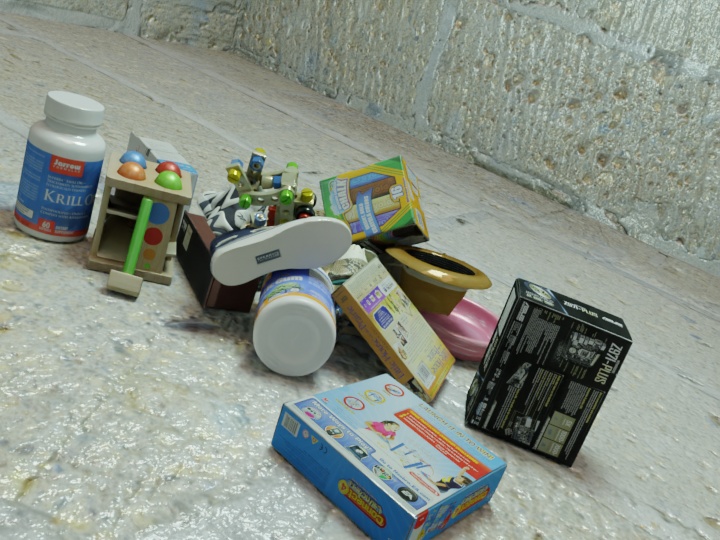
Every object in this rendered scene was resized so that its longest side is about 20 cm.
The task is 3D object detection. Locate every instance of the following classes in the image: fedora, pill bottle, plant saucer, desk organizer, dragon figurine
[{"bbox_3d":[0.121,0.020,1.244,0.196,0.084,0.201,15,12,-3],"label":"fedora"},{"bbox_3d":[-0.444,-0.156,1.115,0.110,0.204,0.113,17,19,-6],"label":"pill bottle"},{"bbox_3d":[-0.090,0.052,1.051,0.110,0.114,0.201,16,19,-10],"label":"pill bottle"},{"bbox_3d":[0.163,0.096,1.287,0.196,0.052,0.201,18,20,-7],"label":"plant saucer"},{"bbox_3d":[-0.225,-0.016,1.163,0.076,0.073,0.200,10,22,-32],"label":"desk organizer"},{"bbox_3d":[0.016,0.076,1.178,0.098,0.060,0.199,27,21,17],"label":"dragon figurine"}]

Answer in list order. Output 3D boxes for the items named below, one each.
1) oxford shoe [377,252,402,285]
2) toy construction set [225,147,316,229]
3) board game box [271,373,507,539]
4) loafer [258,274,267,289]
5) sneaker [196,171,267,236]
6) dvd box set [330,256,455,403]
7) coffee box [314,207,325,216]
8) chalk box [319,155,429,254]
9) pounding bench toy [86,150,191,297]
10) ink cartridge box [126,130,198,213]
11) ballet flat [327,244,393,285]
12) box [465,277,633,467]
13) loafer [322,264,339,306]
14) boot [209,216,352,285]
[{"bbox_3d":[0.056,-0.016,1.361,0.074,0.058,0.204,12,52,-29],"label":"oxford shoe"},{"bbox_3d":[-0.130,-0.086,1.097,0.128,0.201,0.094,7,61,-3],"label":"toy construction set"},{"bbox_3d":[0.034,0.208,0.846,0.198,0.057,0.194,33,23,33],"label":"board game box"},{"bbox_3d":[-0.171,-0.038,1.272,0.071,0.074,0.201,15,19,-12],"label":"loafer"},{"bbox_3d":[-0.218,-0.124,1.331,0.080,0.129,0.199,51,1,-22],"label":"sneaker"},{"bbox_3d":[0.052,0.084,1.080,0.201,0.029,0.146,52,26,-1],"label":"dvd box set"},{"bbox_3d":[-0.071,-0.065,1.433,0.196,0.081,0.113,8,23,-32],"label":"coffee box"},{"bbox_3d":[0.006,-0.098,1.304,0.196,0.127,0.125,-14,-14,14],"label":"chalk box"},{"bbox_3d":[-0.318,-0.072,1.085,0.122,0.159,0.201,13,21,-20],"label":"pounding bench toy"},{"bbox_3d":[-0.366,-0.162,1.342,0.066,0.118,0.200,5,25,-36],"label":"ink cartridge box"},{"bbox_3d":[0.000,0.000,1.208,0.066,0.077,0.199,-8,-14,25],"label":"ballet flat"},{"bbox_3d":[0.253,0.139,1.031,0.161,0.204,0.086,20,19,3],"label":"box"},{"bbox_3d":[-0.073,0.003,1.252,0.075,0.068,0.200,-1,35,-46],"label":"loafer"},{"bbox_3d":[-0.114,-0.041,1.037,0.195,0.074,0.091,-12,25,-11],"label":"boot"}]
